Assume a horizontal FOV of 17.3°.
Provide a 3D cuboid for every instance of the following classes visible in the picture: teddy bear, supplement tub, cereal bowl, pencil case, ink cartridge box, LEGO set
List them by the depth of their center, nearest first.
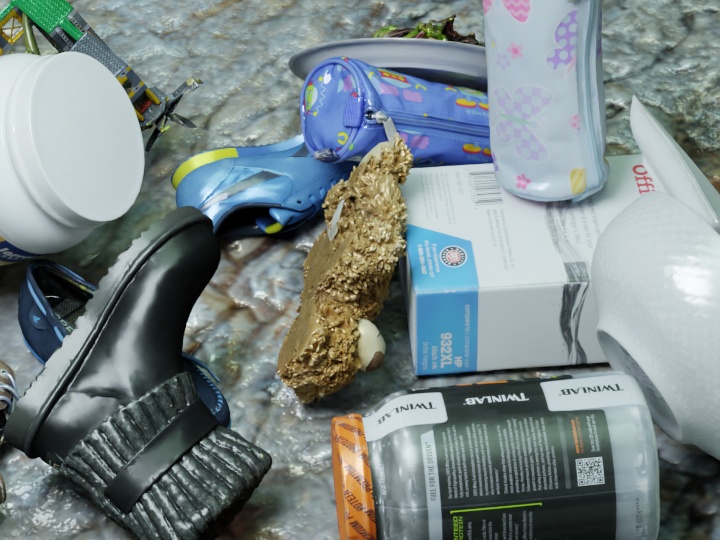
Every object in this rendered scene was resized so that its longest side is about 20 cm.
[{"bbox_3d":[0.084,0.132,1.517,0.199,0.123,0.123,-5,40,-5],"label":"supplement tub"},{"bbox_3d":[0.213,0.051,1.536,0.083,0.200,0.200,-36,48,-6],"label":"cereal bowl"},{"bbox_3d":[0.134,-0.150,1.663,0.090,0.201,0.083,13,31,28],"label":"pencil case"},{"bbox_3d":[0.000,0.000,1.665,0.067,0.145,0.201,25,41,-14],"label":"teddy bear"},{"bbox_3d":[-0.268,-0.073,1.698,0.199,0.145,0.145,-13,31,33],"label":"supplement tub"},{"bbox_3d":[0.130,-0.006,1.707,0.199,0.084,0.145,-4,38,-3],"label":"ink cartridge box"},{"bbox_3d":[0.050,-0.106,1.771,0.199,0.078,0.087,9,6,-34],"label":"pencil case"},{"bbox_3d":[-0.230,-0.126,1.867,0.200,0.116,0.154,31,79,37],"label":"LEGO set"}]

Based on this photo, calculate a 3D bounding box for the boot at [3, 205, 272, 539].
[{"bbox_3d":[-0.116,0.078,1.562,0.157,0.079,0.212,32,78,13],"label":"boot"}]

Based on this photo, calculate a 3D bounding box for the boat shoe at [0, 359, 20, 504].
[{"bbox_3d":[-0.269,0.089,1.614,0.072,0.072,0.200,-16,42,-19],"label":"boat shoe"}]

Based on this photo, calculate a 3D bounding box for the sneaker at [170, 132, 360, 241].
[{"bbox_3d":[-0.042,-0.063,1.803,0.199,0.066,0.079,-16,56,-17],"label":"sneaker"}]

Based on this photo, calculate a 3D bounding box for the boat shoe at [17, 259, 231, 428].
[{"bbox_3d":[-0.174,0.059,1.650,0.199,0.069,0.084,26,47,28],"label":"boat shoe"}]

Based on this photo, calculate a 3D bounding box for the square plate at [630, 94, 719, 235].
[{"bbox_3d":[0.258,-0.008,1.619,0.028,0.200,0.198,-38,29,9],"label":"square plate"}]

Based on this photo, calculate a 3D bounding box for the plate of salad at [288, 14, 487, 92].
[{"bbox_3d":[0.044,-0.162,1.830,0.199,0.200,0.048,3,80,5],"label":"plate of salad"}]
